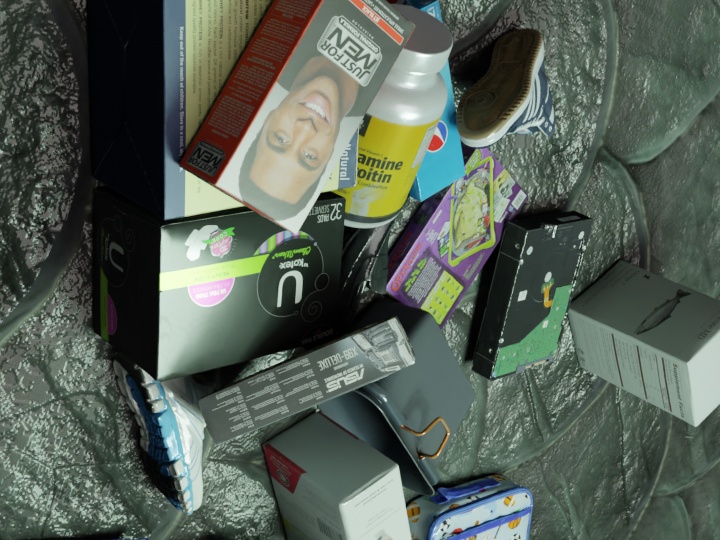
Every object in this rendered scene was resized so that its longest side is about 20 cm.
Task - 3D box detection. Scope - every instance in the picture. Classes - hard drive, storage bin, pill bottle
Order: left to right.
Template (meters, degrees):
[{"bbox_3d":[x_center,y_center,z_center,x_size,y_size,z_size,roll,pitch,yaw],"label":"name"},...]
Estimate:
[{"bbox_3d":[0.016,-0.146,1.111,0.112,0.112,0.200,-15,142,-36],"label":"pill bottle"},{"bbox_3d":[0.049,0.135,1.304,0.134,0.145,0.200,-53,135,-23],"label":"storage bin"},{"bbox_3d":[0.210,0.029,1.440,0.139,0.038,0.201,-12,120,-44],"label":"hard drive"}]

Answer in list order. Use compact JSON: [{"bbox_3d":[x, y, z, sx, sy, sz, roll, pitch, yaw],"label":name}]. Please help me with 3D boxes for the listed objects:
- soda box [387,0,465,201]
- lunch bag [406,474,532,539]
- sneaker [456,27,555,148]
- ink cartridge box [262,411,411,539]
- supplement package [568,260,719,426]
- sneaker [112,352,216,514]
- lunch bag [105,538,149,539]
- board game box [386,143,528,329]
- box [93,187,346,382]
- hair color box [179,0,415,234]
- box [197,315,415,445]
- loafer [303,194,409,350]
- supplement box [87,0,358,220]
[{"bbox_3d":[0.051,-0.178,1.204,0.068,0.064,0.200,-31,126,-27],"label":"soda box"},{"bbox_3d":[0.134,0.349,1.510,0.200,0.075,0.161,-9,113,-39],"label":"lunch bag"},{"bbox_3d":[0.162,-0.166,1.266,0.200,0.070,0.109,-61,146,-42],"label":"sneaker"},{"bbox_3d":[-0.018,0.279,1.296,0.083,0.145,0.200,-30,127,-29],"label":"ink cartridge box"},{"bbox_3d":[0.386,0.091,1.521,0.117,0.200,0.118,-37,129,-23],"label":"supplement package"},{"bbox_3d":[-0.174,0.150,1.156,0.087,0.075,0.200,-31,127,-34],"label":"sneaker"},{"bbox_3d":[-0.294,0.354,1.111,0.200,0.124,0.170,9,103,-32],"label":"lunch bag"},{"bbox_3d":[0.105,-0.038,1.341,0.200,0.032,0.120,-56,138,-7],"label":"board game box"},{"bbox_3d":[-0.131,-0.004,1.085,0.200,0.124,0.149,-13,116,-38],"label":"box"},{"bbox_3d":[-0.049,-0.142,0.947,0.101,0.061,0.200,30,89,-45],"label":"hair color box"},{"bbox_3d":[-0.046,0.102,1.129,0.200,0.158,0.050,-23,88,0],"label":"box"},{"bbox_3d":[0.000,0.000,1.228,0.070,0.068,0.201,31,92,-5],"label":"loafer"},{"bbox_3d":[-0.115,-0.169,1.015,0.199,0.134,0.201,-13,117,-36],"label":"supplement box"}]
